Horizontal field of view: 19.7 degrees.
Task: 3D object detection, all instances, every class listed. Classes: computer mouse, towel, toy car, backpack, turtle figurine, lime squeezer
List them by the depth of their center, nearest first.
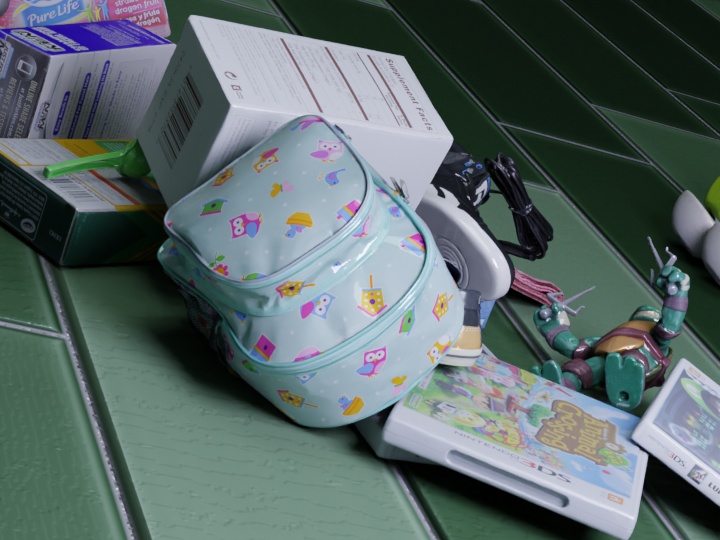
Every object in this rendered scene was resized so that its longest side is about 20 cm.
[{"bbox_3d":[-0.032,0.003,1.454,0.200,0.175,0.154,47,-13,36],"label":"backpack"},{"bbox_3d":[-0.158,-0.073,1.625,0.198,0.038,0.071,13,51,-26],"label":"lime squeezer"},{"bbox_3d":[0.211,0.054,1.679,0.101,0.149,0.200,57,31,-7],"label":"turtle figurine"},{"bbox_3d":[0.081,-0.033,1.877,0.199,0.023,0.144,34,4,35],"label":"towel"},{"bbox_3d":[0.095,-0.078,1.888,0.199,0.046,0.141,15,-32,44],"label":"computer mouse"},{"bbox_3d":[0.439,-0.042,2.178,0.150,0.175,0.200,51,4,-27],"label":"toy car"}]

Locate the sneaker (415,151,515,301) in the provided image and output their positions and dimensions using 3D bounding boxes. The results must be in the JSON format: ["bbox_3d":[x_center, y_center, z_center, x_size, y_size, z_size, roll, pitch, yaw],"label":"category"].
[{"bbox_3d":[0.085,-0.051,1.746,0.111,0.074,0.200,-21,40,-34],"label":"sneaker"}]

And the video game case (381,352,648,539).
[{"bbox_3d":[0.117,0.114,1.483,0.181,0.022,0.200,22,18,5],"label":"video game case"}]

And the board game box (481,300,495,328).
[{"bbox_3d":[0.000,0.000,1.730,0.199,0.035,0.135,3,26,-42],"label":"board game box"}]

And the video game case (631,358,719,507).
[{"bbox_3d":[0.298,0.150,1.577,0.181,0.023,0.200,38,19,7],"label":"video game case"}]

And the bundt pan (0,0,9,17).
[{"bbox_3d":[-0.342,-0.199,1.692,0.075,0.203,0.202,30,16,-15],"label":"bundt pan"}]

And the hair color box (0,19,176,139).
[{"bbox_3d":[-0.246,-0.151,1.775,0.064,0.110,0.200,27,19,18],"label":"hair color box"}]

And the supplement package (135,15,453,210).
[{"bbox_3d":[-0.051,-0.103,1.599,0.199,0.117,0.118,8,36,-32],"label":"supplement package"}]

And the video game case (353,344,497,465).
[{"bbox_3d":[0.055,0.093,1.550,0.181,0.023,0.200,10,20,-29],"label":"video game case"}]

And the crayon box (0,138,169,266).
[{"bbox_3d":[-0.199,-0.057,1.652,0.125,0.052,0.199,33,23,32],"label":"crayon box"}]

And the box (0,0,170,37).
[{"bbox_3d":[-0.281,-0.244,1.887,0.198,0.096,0.100,-16,26,-5],"label":"box"}]

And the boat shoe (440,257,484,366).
[{"bbox_3d":[0.045,0.015,1.571,0.074,0.063,0.200,6,13,-18],"label":"boat shoe"}]
